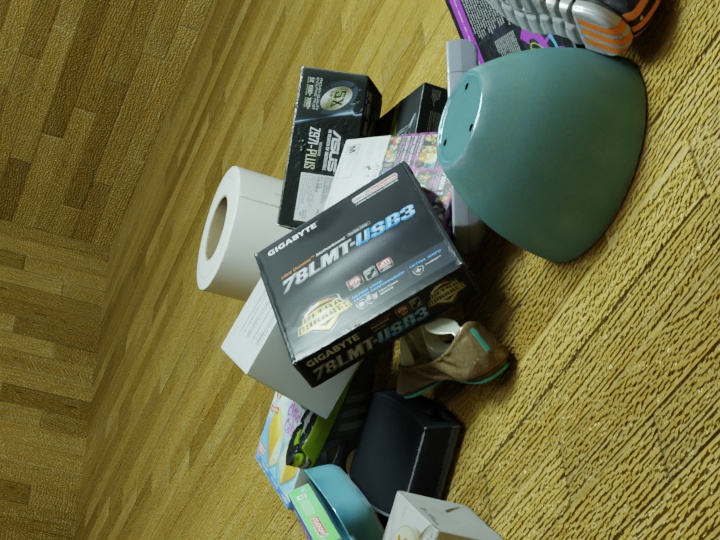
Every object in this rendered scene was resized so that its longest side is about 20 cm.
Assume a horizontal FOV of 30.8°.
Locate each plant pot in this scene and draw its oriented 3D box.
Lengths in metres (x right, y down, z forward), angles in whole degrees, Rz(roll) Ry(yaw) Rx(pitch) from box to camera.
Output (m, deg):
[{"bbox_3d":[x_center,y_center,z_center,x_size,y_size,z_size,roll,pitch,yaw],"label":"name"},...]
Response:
[{"bbox_3d":[0.149,-0.120,1.201,0.200,0.135,0.201,-165,90,-72],"label":"plant pot"}]

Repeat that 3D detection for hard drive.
[{"bbox_3d":[0.041,0.199,1.402,0.200,0.042,0.135,-160,86,-72],"label":"hard drive"}]

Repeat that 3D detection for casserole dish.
[{"bbox_3d":[-0.006,0.270,1.401,0.121,0.039,0.200,62,170,-13],"label":"casserole dish"}]

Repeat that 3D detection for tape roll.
[{"bbox_3d":[-0.161,-0.049,2.042,0.203,0.139,0.203,-165,90,-72],"label":"tape roll"}]

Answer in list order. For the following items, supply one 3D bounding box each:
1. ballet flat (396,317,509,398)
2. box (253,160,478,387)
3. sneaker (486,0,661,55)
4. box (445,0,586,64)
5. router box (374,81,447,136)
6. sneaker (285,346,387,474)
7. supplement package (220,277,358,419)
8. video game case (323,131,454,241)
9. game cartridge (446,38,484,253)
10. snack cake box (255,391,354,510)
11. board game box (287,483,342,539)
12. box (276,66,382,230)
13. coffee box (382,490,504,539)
[{"bbox_3d":[0.079,0.083,1.324,0.068,0.072,0.200,-35,5,-23],"label":"ballet flat"},{"bbox_3d":[0.000,0.000,1.362,0.200,0.050,0.199,-31,41,6],"label":"box"},{"bbox_3d":[0.196,-0.274,1.201,0.200,0.078,0.112,32,77,33],"label":"sneaker"},{"bbox_3d":[0.158,-0.265,1.337,0.143,0.036,0.200,68,159,-1],"label":"box"},{"bbox_3d":[0.054,-0.110,1.599,0.157,0.052,0.200,154,129,-67],"label":"router box"},{"bbox_3d":[-0.013,0.162,1.552,0.200,0.081,0.074,-60,15,-20],"label":"sneaker"},{"bbox_3d":[-0.079,0.085,1.534,0.110,0.114,0.200,-60,14,-3],"label":"supplement package"},{"bbox_3d":[0.034,-0.062,1.470,0.181,0.036,0.200,-1,62,38],"label":"video game case"},{"bbox_3d":[0.109,-0.129,1.354,0.133,0.040,0.200,56,-148,-75],"label":"game cartridge"},{"bbox_3d":[-0.070,0.223,1.668,0.200,0.067,0.115,-146,72,-71],"label":"snack cake box"},{"bbox_3d":[-0.023,0.326,1.392,0.200,0.029,0.135,-139,27,-70],"label":"board game box"},{"bbox_3d":[-0.036,-0.142,1.652,0.164,0.086,0.200,17,-98,-83],"label":"box"},{"bbox_3d":[0.056,0.320,1.200,0.114,0.080,0.200,-149,76,-71],"label":"coffee box"}]
